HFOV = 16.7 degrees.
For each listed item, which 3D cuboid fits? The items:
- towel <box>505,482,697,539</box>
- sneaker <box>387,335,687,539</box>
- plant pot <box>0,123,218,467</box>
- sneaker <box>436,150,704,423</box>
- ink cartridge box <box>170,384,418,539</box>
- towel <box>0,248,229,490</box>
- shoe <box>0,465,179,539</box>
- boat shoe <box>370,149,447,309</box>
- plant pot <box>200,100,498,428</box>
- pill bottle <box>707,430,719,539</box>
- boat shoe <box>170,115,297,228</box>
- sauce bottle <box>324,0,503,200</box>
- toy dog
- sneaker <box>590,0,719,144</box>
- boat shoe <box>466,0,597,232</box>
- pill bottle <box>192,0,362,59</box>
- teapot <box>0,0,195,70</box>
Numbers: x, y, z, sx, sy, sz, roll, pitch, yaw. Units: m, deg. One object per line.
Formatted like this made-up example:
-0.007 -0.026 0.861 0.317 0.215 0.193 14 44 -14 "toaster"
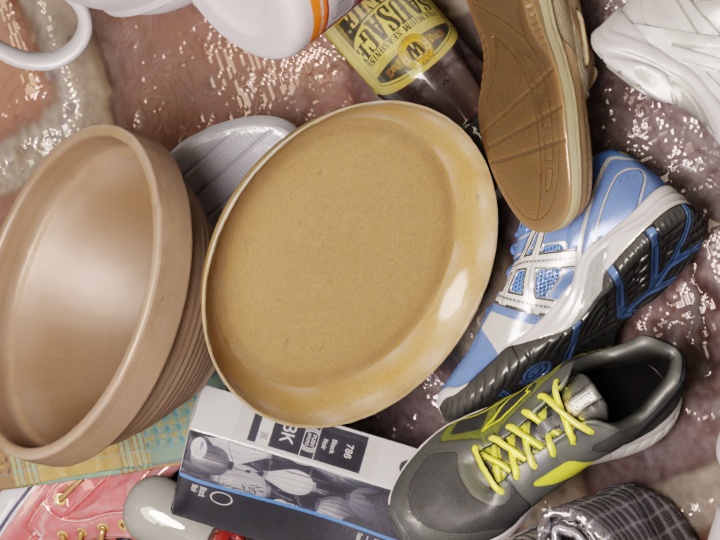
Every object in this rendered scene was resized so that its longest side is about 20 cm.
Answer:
0.168 0.219 1.386 0.085 0.165 0.201 -33 80 17 "towel"
0.102 0.090 1.400 0.199 0.085 0.075 -30 72 -18 "sneaker"
-0.138 0.023 1.435 0.201 0.092 0.202 -29 52 44 "plant pot"
0.116 0.015 1.455 0.200 0.076 0.077 -46 58 17 "sneaker"
-0.010 0.135 1.466 0.199 0.039 0.100 15 141 0 "ink cartridge box"
-0.170 0.057 1.537 0.199 0.022 0.148 -12 91 24 "towel"
-0.178 0.160 1.591 0.091 0.071 0.200 41 104 23 "shoe"
0.000 0.000 1.473 0.070 0.070 0.201 26 119 22 "boat shoe"
-0.009 -0.006 1.403 0.027 0.199 0.201 34 109 48 "plant pot"
0.263 0.076 1.360 0.112 0.112 0.201 23 102 22 "pill bottle"
-0.108 -0.042 1.545 0.200 0.071 0.072 -32 99 27 "boat shoe"
0.032 -0.129 1.480 0.200 0.066 0.066 47 110 14 "sauce bottle"
-0.061 0.210 1.530 0.200 0.132 0.096 52 143 21 "toy dog"
0.229 -0.112 1.385 0.200 0.078 0.100 37 104 17 "sneaker"
0.110 -0.120 1.428 0.071 0.064 0.201 -21 73 47 "boat shoe"
-0.008 -0.220 1.419 0.113 0.200 0.113 37 152 24 "pill bottle"
-0.132 -0.222 1.506 0.199 0.198 0.146 0 132 45 "teapot"
